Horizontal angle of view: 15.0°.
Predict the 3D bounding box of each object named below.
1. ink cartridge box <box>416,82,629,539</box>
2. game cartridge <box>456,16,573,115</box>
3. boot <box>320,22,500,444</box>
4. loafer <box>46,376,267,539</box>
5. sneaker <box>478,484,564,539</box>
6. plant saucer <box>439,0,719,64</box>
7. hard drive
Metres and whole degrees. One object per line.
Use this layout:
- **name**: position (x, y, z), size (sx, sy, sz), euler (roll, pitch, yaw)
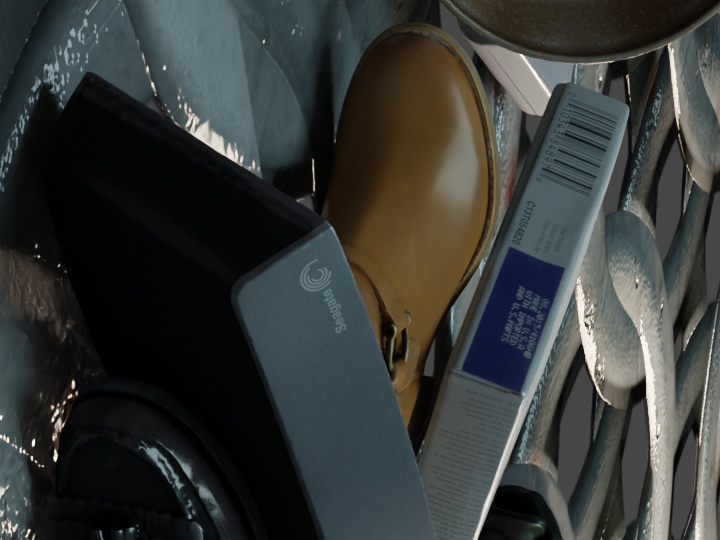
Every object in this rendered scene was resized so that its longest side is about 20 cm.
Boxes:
- **ink cartridge box**: position (0.060, 0.049, 1.249), size (0.200, 0.040, 0.200), euler (108, 4, -46)
- **game cartridge**: position (0.090, -0.193, 1.381), size (0.133, 0.041, 0.201), euler (49, 49, -70)
- **boot**: position (0.000, 0.000, 1.103), size (0.155, 0.073, 0.201), euler (-14, 111, -72)
- **loafer**: position (-0.070, 0.125, 0.950), size (0.200, 0.072, 0.063), euler (82, 27, -43)
- **sneaker**: position (0.061, 0.191, 1.356), size (0.114, 0.076, 0.200), euler (69, 29, -50)
- **plant saucer**: position (0.101, -0.195, 1.236), size (0.037, 0.200, 0.201), euler (-137, -136, -67)
- **hard drive**: position (-0.040, 0.037, 0.925), size (0.042, 0.135, 0.200), euler (-40, 141, -22)
